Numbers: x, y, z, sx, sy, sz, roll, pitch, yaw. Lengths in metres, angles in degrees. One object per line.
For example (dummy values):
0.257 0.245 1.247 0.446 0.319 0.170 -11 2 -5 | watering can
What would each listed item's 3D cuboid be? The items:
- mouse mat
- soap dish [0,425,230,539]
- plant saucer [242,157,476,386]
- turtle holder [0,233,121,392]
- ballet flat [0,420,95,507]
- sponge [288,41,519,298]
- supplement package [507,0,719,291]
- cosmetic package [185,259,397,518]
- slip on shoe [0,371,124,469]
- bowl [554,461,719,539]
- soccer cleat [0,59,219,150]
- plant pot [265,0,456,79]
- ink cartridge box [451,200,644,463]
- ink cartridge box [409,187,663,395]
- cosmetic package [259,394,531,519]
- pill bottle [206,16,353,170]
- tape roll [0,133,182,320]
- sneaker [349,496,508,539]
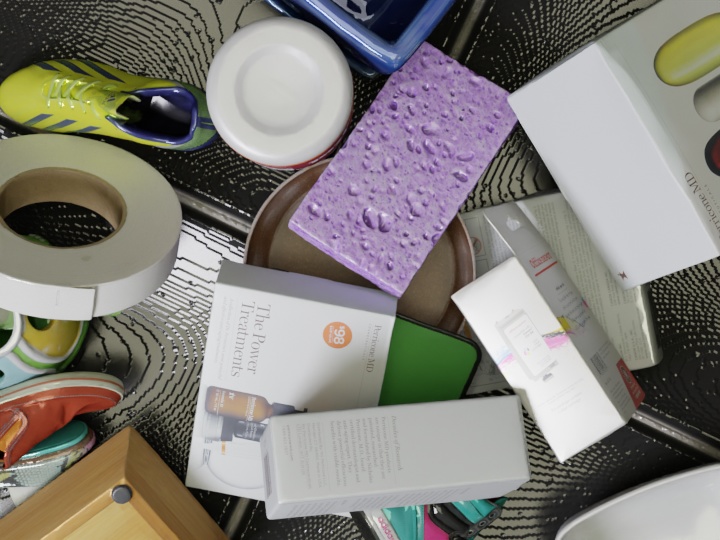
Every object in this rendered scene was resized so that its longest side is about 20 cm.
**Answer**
-0.013 0.095 1.366 0.199 0.008 0.161 21 115 -3 | mouse mat
-0.224 0.251 1.349 0.200 0.081 0.158 -36 109 4 | soap dish
0.000 0.000 1.372 0.199 0.034 0.201 1 99 6 | plant saucer
-0.289 0.042 1.335 0.185 0.132 0.141 16 92 0 | turtle holder
-0.320 0.174 1.380 0.199 0.069 0.071 -7 111 4 | ballet flat
0.040 -0.087 1.324 0.111 0.030 0.200 33 75 3 | sponge
0.268 -0.124 1.286 0.200 0.147 0.192 -33 92 -25 | supplement package
-0.059 0.101 1.343 0.150 0.052 0.201 9 116 -2 | cosmetic package
-0.289 0.132 1.321 0.199 0.074 0.061 -17 72 -18 | slip on shoe
0.275 0.271 1.374 0.199 0.075 0.200 -20 93 2 | bowl
-0.214 -0.142 1.345 0.199 0.084 0.065 10 95 9 | soccer cleat
0.000 -0.279 1.287 0.200 0.180 0.200 38 83 -3 | plant pot
0.145 0.046 1.307 0.067 0.116 0.200 -34 86 19 | ink cartridge box
0.148 0.016 1.387 0.199 0.057 0.163 -11 93 21 | ink cartridge box
0.025 0.149 1.271 0.199 0.101 0.072 -4 75 -10 | cosmetic package
-0.061 -0.138 1.292 0.112 0.200 0.113 0 93 0 | pill bottle
-0.245 -0.038 1.306 0.202 0.203 0.037 14 129 -1 | tape roll
0.080 0.237 1.372 0.121 0.084 0.200 -34 113 -13 | sneaker
